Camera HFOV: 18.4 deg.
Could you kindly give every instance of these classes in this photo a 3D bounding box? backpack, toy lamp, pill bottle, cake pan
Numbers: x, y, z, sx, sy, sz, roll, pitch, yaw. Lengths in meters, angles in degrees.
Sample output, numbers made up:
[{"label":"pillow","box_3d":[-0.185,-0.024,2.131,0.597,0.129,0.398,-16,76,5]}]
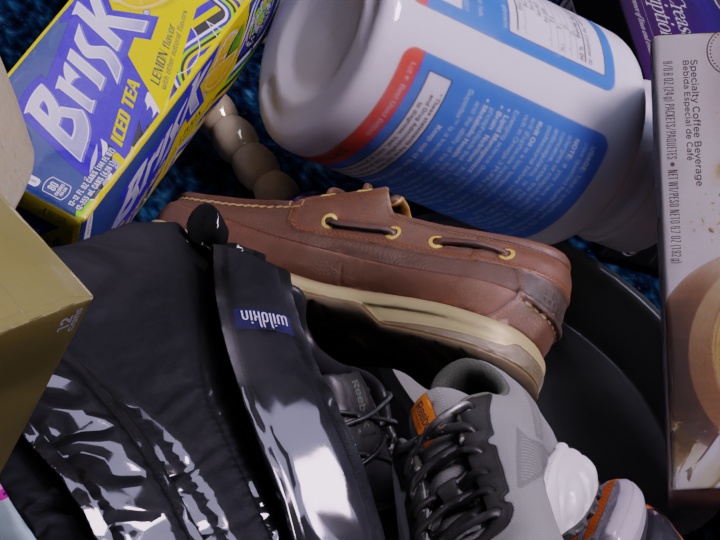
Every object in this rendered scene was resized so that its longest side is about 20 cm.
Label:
[{"label":"backpack","box_3d":[-0.079,0.089,0.797,0.167,0.127,0.200,-18,61,-34]},{"label":"toy lamp","box_3d":[-0.077,-0.084,1.065,0.058,0.058,0.200,-11,57,-44]},{"label":"pill bottle","box_3d":[0.062,-0.076,1.041,0.200,0.112,0.112,22,36,-30]},{"label":"cake pan","box_3d":[0.081,0.056,1.034,0.200,0.037,0.200,21,37,-17]}]

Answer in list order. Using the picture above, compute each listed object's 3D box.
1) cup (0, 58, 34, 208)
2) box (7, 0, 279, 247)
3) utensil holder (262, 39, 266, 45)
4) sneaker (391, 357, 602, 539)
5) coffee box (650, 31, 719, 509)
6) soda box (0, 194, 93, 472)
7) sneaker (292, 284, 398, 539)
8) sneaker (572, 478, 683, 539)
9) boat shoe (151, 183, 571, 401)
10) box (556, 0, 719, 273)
[{"label":"cup","box_3d":[-0.207,-0.051,0.828,0.143,0.200,0.200,40,32,-21]},{"label":"box","box_3d":[-0.105,-0.083,0.980,0.070,0.064,0.200,27,53,6]},{"label":"utensil holder","box_3d":[-0.009,-0.241,1.175,0.170,0.200,0.170,21,38,-17]},{"label":"sneaker","box_3d":[0.038,0.089,0.806,0.079,0.074,0.200,56,13,-8]},{"label":"coffee box","box_3d":[0.186,-0.001,0.966,0.113,0.080,0.200,-2,78,7]},{"label":"soda box","box_3d":[-0.161,0.061,0.701,0.068,0.200,0.064,46,38,18]},{"label":"sneaker","box_3d":[-0.013,0.090,0.877,0.076,0.091,0.200,-11,55,-47]},{"label":"sneaker","box_3d":[0.108,0.180,0.877,0.112,0.078,0.200,42,47,-10]},{"label":"boat shoe","box_3d":[0.000,0.000,0.953,0.200,0.072,0.068,17,68,30]},{"label":"box","box_3d":[0.193,-0.081,1.250,0.141,0.079,0.200,18,38,-24]}]
